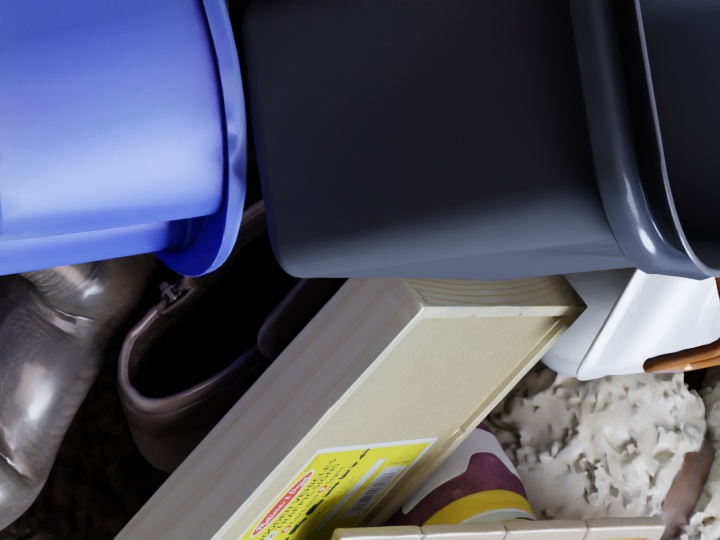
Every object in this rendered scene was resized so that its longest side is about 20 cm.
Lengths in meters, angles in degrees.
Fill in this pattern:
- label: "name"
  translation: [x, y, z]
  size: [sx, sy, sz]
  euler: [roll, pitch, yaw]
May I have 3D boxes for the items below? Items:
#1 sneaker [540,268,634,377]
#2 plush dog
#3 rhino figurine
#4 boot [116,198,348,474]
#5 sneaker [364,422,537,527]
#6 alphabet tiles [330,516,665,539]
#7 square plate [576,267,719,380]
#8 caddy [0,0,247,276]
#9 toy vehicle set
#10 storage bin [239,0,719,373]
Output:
- label: "sneaker"
  translation: [0.126, -0.049, 0.992]
  size: [0.200, 0.073, 0.085]
  euler: [-48, 156, 2]
- label: "plush dog"
  translation: [0.118, 0.096, 1.061]
  size: [0.171, 0.160, 0.201]
  euler: [29, 89, -15]
- label: "rhino figurine"
  translation: [-0.109, 0.003, 0.899]
  size: [0.087, 0.060, 0.201]
  euler: [38, 82, -41]
- label: "boot"
  translation: [0.000, 0.000, 0.938]
  size: [0.200, 0.070, 0.146]
  euler: [-49, 158, -1]
- label: "sneaker"
  translation: [0.001, 0.139, 1.029]
  size: [0.075, 0.090, 0.200]
  euler: [14, 125, -38]
- label: "alphabet tiles"
  translation: [0.029, 0.153, 0.982]
  size: [0.198, 0.006, 0.167]
  euler: [0, 131, -25]
- label: "square plate"
  translation: [0.177, -0.043, 0.959]
  size: [0.198, 0.028, 0.201]
  euler: [-8, 132, -59]
- label: "caddy"
  translation: [-0.092, -0.091, 0.802]
  size: [0.104, 0.141, 0.202]
  euler: [-15, 86, -21]
- label: "toy vehicle set"
  translation: [-0.019, 0.072, 0.917]
  size: [0.200, 0.027, 0.124]
  euler: [-48, 158, 20]
- label: "storage bin"
  translation: [0.062, -0.039, 0.790]
  size: [0.200, 0.133, 0.147]
  euler: [1, 79, -62]
